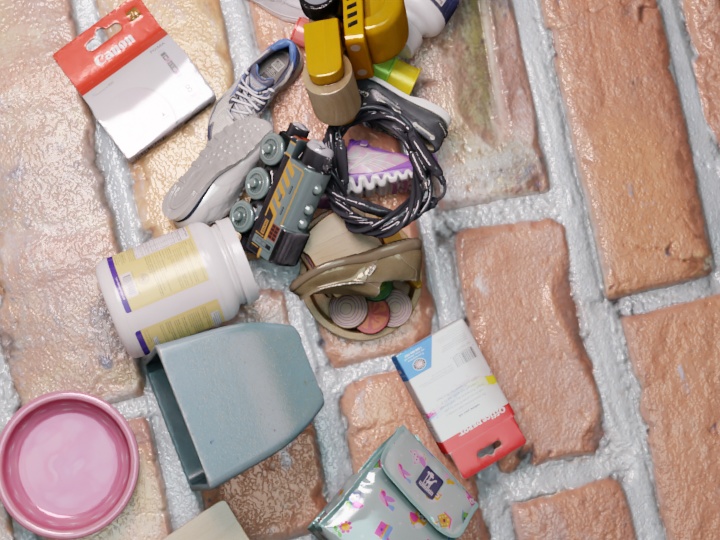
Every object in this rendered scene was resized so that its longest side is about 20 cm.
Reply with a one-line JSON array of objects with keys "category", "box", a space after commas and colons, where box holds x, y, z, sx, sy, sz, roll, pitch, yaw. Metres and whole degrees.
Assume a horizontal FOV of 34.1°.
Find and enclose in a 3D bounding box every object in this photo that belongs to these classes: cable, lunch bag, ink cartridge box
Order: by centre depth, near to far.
[{"category": "lunch bag", "box": [0.053, 0.342, 1.646, 0.170, 0.122, 0.200, 44, 72, 2]}, {"category": "cable", "box": [0.018, -0.145, 1.663, 0.162, 0.051, 0.201, -35, 78, 3]}, {"category": "ink cartridge box", "box": [0.142, 0.186, 1.699, 0.115, 0.067, 0.202, -28, 87, -8]}, {"category": "ink cartridge box", "box": [-0.331, -0.283, 1.709, 0.162, 0.057, 0.201, -37, 93, -8]}]

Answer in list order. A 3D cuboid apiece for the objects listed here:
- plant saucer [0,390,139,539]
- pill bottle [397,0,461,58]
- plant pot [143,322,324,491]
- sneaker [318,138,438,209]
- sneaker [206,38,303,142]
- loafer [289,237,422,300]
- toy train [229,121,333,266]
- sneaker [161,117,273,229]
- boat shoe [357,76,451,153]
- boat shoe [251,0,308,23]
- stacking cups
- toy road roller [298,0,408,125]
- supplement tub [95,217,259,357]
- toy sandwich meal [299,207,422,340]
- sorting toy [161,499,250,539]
[{"category": "plant saucer", "box": [-0.406, 0.269, 1.635, 0.197, 0.051, 0.204, 1, 84, -7]}, {"category": "pill bottle", "box": [0.098, -0.420, 1.744, 0.110, 0.111, 0.201, 34, 81, -2]}, {"category": "plant pot", "box": [-0.165, 0.171, 1.612, 0.198, 0.196, 0.199, -21, 86, -19]}, {"category": "sneaker", "box": [0.017, -0.155, 1.723, 0.197, 0.081, 0.090, -11, 77, -7]}, {"category": "sneaker", "box": [-0.158, -0.262, 1.708, 0.077, 0.085, 0.201, 35, 81, -1]}, {"category": "loafer", "box": [-0.001, 0.009, 1.636, 0.197, 0.076, 0.068, -18, 90, -4]}, {"category": "toy train", "box": [-0.105, -0.103, 1.647, 0.114, 0.085, 0.202, 35, 107, 33]}, {"category": "sneaker", "box": [-0.194, -0.134, 1.685, 0.200, 0.080, 0.077, -44, 46, 2]}, {"category": "boat shoe", "box": [0.035, -0.234, 1.723, 0.197, 0.076, 0.061, 20, 68, 7]}, {"category": "boat shoe", "box": [-0.133, -0.430, 1.738, 0.198, 0.069, 0.073, 28, 81, -5]}, {"category": "stacking cups", "box": [-0.009, -0.316, 1.750, 0.198, 0.061, 0.061, 25, 81, 0]}, {"category": "toy road roller", "box": [-0.004, -0.312, 1.625, 0.144, 0.123, 0.203, -7, 64, 8]}, {"category": "supplement tub", "box": [-0.253, 0.020, 1.634, 0.198, 0.145, 0.147, -22, 86, -9]}, {"category": "toy sandwich meal", "box": [0.000, 0.000, 1.703, 0.202, 0.070, 0.209, 1, 83, -6]}, {"category": "sorting toy", "box": [-0.220, 0.454, 1.625, 0.199, 0.070, 0.200, -32, 88, -9]}]
